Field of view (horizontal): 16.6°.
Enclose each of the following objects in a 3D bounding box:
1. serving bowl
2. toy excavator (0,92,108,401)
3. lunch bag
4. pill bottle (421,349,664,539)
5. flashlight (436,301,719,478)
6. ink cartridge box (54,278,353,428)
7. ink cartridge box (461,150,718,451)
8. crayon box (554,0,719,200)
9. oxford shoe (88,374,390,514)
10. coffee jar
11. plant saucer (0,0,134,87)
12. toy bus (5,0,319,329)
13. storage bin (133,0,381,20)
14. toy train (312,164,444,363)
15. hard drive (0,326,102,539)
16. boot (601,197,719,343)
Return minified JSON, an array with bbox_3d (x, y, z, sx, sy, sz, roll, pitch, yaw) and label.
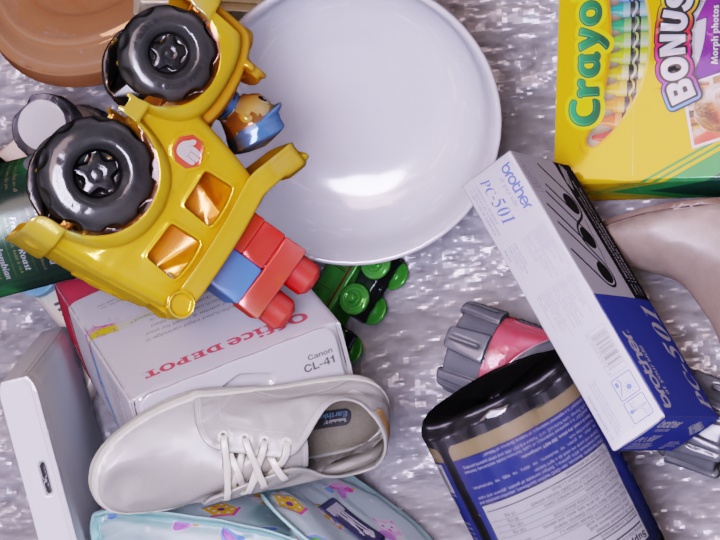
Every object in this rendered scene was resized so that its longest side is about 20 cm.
[{"bbox_3d":[-0.006,-0.107,1.660,0.199,0.066,0.201,0,110,1],"label":"serving bowl"},{"bbox_3d":[-0.213,0.001,1.771,0.194,0.100,0.200,-41,78,8],"label":"toy excavator"},{"bbox_3d":[-0.059,0.195,1.629,0.199,0.170,0.122,0,94,17],"label":"lunch bag"},{"bbox_3d":[0.128,0.162,1.585,0.112,0.112,0.200,-25,97,12],"label":"pill bottle"},{"bbox_3d":[0.152,0.083,1.646,0.199,0.068,0.068,21,49,17],"label":"flashlight"},{"bbox_3d":[-0.104,0.051,1.647,0.147,0.086,0.200,-21,31,-12],"label":"ink cartridge box"},{"bbox_3d":[0.147,0.020,1.579,0.044,0.094,0.200,-36,70,22],"label":"ink cartridge box"},{"bbox_3d":[0.222,-0.152,1.671,0.172,0.058,0.201,-1,79,18],"label":"crayon box"},{"bbox_3d":[-0.070,0.111,1.538,0.199,0.075,0.058,-11,29,-16],"label":"oxford shoe"},{"bbox_3d":[-0.212,-0.036,1.678,0.199,0.104,0.086,-14,106,5],"label":"coffee jar"},{"bbox_3d":[-0.187,-0.224,1.801,0.200,0.032,0.201,-11,56,17],"label":"plant saucer"},{"bbox_3d":[-0.101,-0.060,1.562,0.192,0.136,0.200,33,83,-8],"label":"toy bus"},{"bbox_3d":[-0.058,-0.258,1.723,0.198,0.094,0.201,2,79,-10],"label":"storage bin"},{"bbox_3d":[0.000,0.000,1.725,0.056,0.042,0.200,32,90,31],"label":"toy train"},{"bbox_3d":[-0.200,0.118,1.648,0.026,0.200,0.132,-14,97,2],"label":"hard drive"},{"bbox_3d":[0.254,0.030,1.609,0.199,0.070,0.147,-5,67,9],"label":"boot"}]
